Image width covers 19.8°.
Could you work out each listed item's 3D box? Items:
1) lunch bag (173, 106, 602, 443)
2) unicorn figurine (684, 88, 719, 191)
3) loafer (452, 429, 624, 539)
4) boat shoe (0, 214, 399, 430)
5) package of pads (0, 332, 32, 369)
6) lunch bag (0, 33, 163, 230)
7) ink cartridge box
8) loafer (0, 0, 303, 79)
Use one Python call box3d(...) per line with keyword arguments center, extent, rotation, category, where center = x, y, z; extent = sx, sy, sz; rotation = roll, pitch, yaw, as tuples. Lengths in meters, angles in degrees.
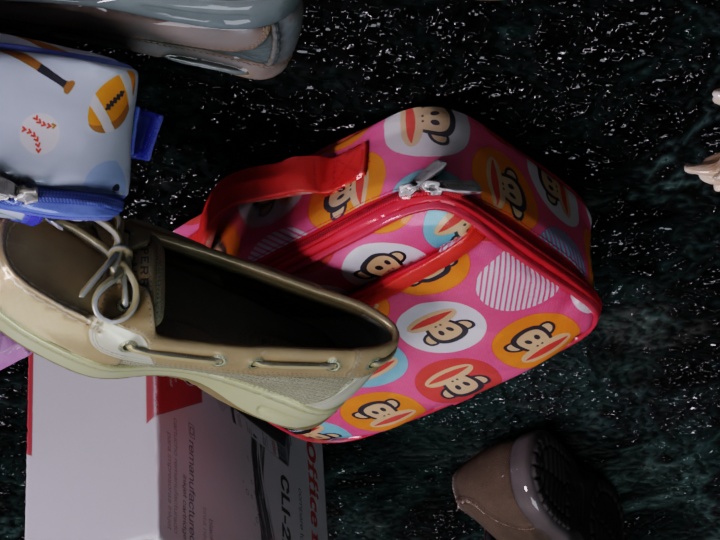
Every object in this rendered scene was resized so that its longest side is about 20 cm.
box3d(center=(0.000, 0.000, 1.000), extent=(0.199, 0.082, 0.176), rotation=(-27, 138, 31), category="lunch bag")
box3d(center=(0.251, -0.082, 0.911), extent=(0.199, 0.074, 0.137), rotation=(-14, 160, 42), category="unicorn figurine")
box3d(center=(0.113, 0.155, 1.284), extent=(0.070, 0.073, 0.200), rotation=(-6, 145, 24), category="loafer")
box3d(center=(-0.077, 0.013, 0.897), extent=(0.200, 0.074, 0.063), rotation=(24, 136, -29), category="boat shoe")
box3d(center=(-0.264, 0.028, 1.009), extent=(0.199, 0.076, 0.120), rotation=(-25, 143, 30), category="package of pads")
box3d(center=(-0.163, -0.058, 0.797), extent=(0.159, 0.076, 0.200), rotation=(9, -176, -16), category="lunch bag")
box3d(center=(-0.094, 0.124, 1.122), extent=(0.083, 0.145, 0.200), rotation=(-16, 147, 19), category="ink cartridge box")
box3d(center=(-0.118, -0.109, 0.772), extent=(0.198, 0.072, 0.063), rotation=(12, 144, 6), category="loafer")
